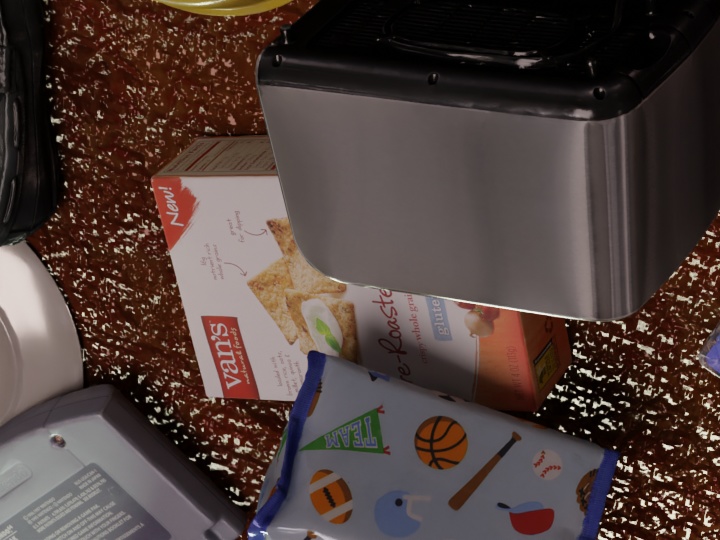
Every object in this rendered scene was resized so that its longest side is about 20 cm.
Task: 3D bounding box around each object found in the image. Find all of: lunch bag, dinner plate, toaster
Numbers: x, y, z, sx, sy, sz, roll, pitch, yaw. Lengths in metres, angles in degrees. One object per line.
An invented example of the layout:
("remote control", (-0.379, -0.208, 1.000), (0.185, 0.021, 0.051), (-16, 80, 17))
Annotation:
("lunch bag", (0.028, 0.142, 1.197), (0.170, 0.124, 0.200), (21, 161, 1))
("dinner plate", (-0.256, 0.039, 1.381), (0.200, 0.024, 0.201), (13, 124, 21))
("toaster", (0.079, -0.078, 1.036), (0.199, 0.181, 0.119), (8, 123, 25))

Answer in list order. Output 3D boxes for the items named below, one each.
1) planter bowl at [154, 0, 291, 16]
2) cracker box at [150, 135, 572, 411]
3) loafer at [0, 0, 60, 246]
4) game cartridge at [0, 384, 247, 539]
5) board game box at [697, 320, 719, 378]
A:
("planter bowl", (-0.102, -0.203, 1.119), (0.200, 0.083, 0.201), (13, 122, 21))
("cracker box", (0.000, 0.000, 1.197), (0.199, 0.058, 0.134), (1, 117, 29))
("loafer", (-0.207, -0.103, 1.240), (0.068, 0.070, 0.201), (7, 120, 24))
("game cartridge", (-0.175, 0.148, 1.379), (0.133, 0.041, 0.200), (43, 129, -16))
("board game box", (0.258, 0.004, 0.970), (0.159, 0.200, 0.097), (36, 129, 6))
